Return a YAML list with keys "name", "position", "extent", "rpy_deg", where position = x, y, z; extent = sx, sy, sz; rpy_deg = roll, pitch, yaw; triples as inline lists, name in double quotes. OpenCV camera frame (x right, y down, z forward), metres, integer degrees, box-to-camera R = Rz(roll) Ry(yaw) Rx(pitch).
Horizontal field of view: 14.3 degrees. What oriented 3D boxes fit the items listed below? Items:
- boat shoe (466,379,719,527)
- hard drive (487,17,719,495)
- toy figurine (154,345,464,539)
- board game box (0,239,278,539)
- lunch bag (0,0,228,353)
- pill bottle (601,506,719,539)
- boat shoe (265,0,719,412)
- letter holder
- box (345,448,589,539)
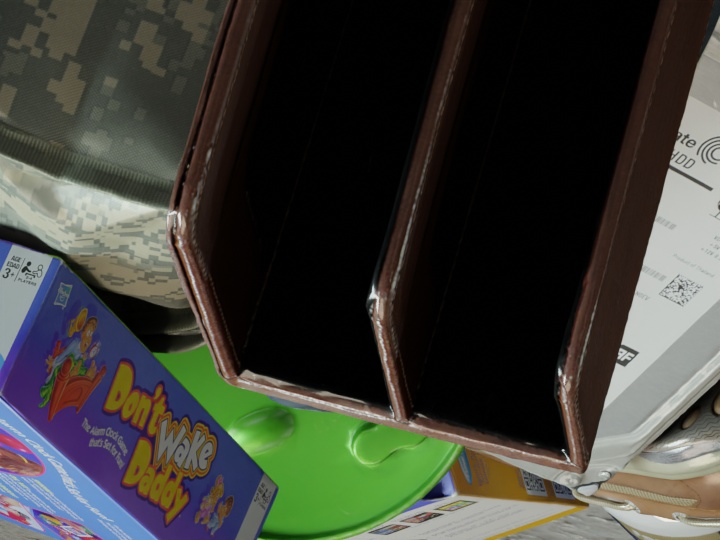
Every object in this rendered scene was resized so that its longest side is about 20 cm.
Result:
- name: "boat shoe"
  position: [0.099, 0.061, 1.084]
  extent: [0.072, 0.076, 0.200]
  rpy_deg: [46, 165, -26]
- name: "hard drive"
  position: [0.082, -0.017, 0.938]
  extent: [0.140, 0.038, 0.200]
  rpy_deg: [26, 124, -27]
- name: "toy figurine"
  position: [0.000, 0.000, 1.139]
  extent: [0.200, 0.150, 0.184]
  rpy_deg: [-23, -169, 8]
- name: "board game box"
  position: [-0.122, 0.037, 0.920]
  extent: [0.134, 0.045, 0.200]
  rpy_deg: [17, 163, 23]
- name: "lunch bag"
  position: [-0.064, -0.072, 0.869]
  extent: [0.118, 0.164, 0.200]
  rpy_deg: [20, 165, -2]
- name: "pill bottle"
  position: [0.150, 0.071, 1.231]
  extent: [0.111, 0.111, 0.200]
  rpy_deg: [8, 162, 27]
- name: "boat shoe"
  position: [0.037, -0.040, 0.828]
  extent: [0.075, 0.200, 0.062]
  rpy_deg: [45, -174, -2]
- name: "letter holder"
  position: [0.032, -0.071, 0.708]
  extent: [0.100, 0.200, 0.142]
  rpy_deg: [14, 164, 9]
- name: "box"
  position: [0.010, 0.099, 1.226]
  extent: [0.119, 0.042, 0.200]
  rpy_deg: [-21, 165, 18]
